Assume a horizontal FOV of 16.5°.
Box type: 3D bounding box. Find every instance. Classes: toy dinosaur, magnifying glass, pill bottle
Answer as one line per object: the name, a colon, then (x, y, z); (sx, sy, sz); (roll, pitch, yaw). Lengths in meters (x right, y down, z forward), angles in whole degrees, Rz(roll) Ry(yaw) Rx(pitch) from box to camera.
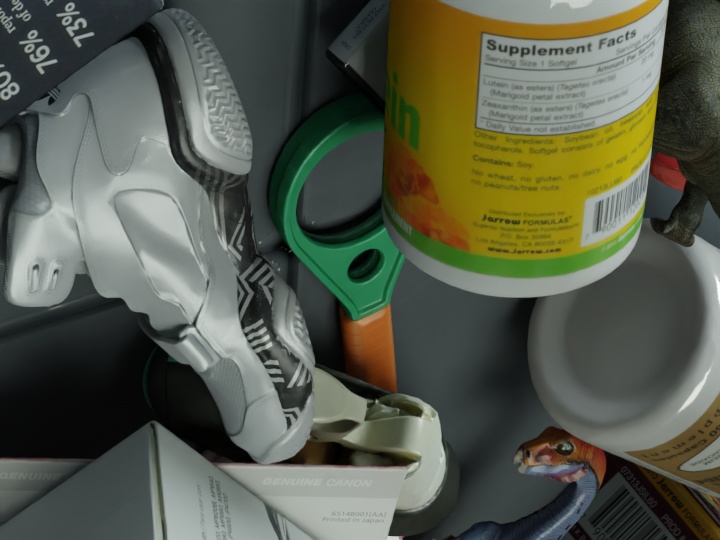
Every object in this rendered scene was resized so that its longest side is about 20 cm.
toy dinosaur: (0.138, -0.075, 1.060); (0.076, 0.201, 0.102); (8, 145, -16)
magnifying glass: (0.000, 0.000, 1.151); (0.079, 0.022, 0.201); (-25, 137, -18)
toy dinosaur: (0.052, 0.153, 1.277); (0.105, 0.200, 0.182); (40, 84, -21)
pill bottle: (0.184, 0.055, 1.271); (0.115, 0.114, 0.199); (-50, 140, 13)
pill bottle: (0.066, -0.100, 0.989); (0.110, 0.111, 0.201); (-18, 131, -24)

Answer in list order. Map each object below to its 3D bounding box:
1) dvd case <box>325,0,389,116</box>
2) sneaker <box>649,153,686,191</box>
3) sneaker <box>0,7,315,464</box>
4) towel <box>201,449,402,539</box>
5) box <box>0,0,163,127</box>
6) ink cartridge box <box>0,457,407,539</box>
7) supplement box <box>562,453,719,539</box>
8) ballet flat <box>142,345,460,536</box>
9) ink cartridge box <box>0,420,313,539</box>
dvd case: (0.088, -0.131, 1.083); (0.200, 0.018, 0.143); (-48, 140, 1)
sneaker: (0.193, -0.134, 1.133); (0.200, 0.078, 0.116); (-45, 143, -14)
sneaker: (-0.092, 0.002, 1.014); (0.114, 0.075, 0.201); (-21, 116, -14)
towel: (-0.070, 0.161, 1.238); (0.200, 0.030, 0.146); (-46, 140, 9)
box: (-0.191, -0.103, 0.834); (0.199, 0.104, 0.148); (-35, 141, -4)
ink cartridge box: (-0.092, 0.136, 1.133); (0.198, 0.045, 0.177); (3, 129, -14)
supplement box: (0.195, 0.187, 1.408); (0.086, 0.110, 0.200); (-44, 141, 7)
ballet flat: (-0.010, 0.078, 1.145); (0.199, 0.068, 0.069); (23, 69, -38)
ink cartridge box: (-0.076, 0.176, 1.085); (0.144, 0.084, 0.200); (-34, 129, 19)
